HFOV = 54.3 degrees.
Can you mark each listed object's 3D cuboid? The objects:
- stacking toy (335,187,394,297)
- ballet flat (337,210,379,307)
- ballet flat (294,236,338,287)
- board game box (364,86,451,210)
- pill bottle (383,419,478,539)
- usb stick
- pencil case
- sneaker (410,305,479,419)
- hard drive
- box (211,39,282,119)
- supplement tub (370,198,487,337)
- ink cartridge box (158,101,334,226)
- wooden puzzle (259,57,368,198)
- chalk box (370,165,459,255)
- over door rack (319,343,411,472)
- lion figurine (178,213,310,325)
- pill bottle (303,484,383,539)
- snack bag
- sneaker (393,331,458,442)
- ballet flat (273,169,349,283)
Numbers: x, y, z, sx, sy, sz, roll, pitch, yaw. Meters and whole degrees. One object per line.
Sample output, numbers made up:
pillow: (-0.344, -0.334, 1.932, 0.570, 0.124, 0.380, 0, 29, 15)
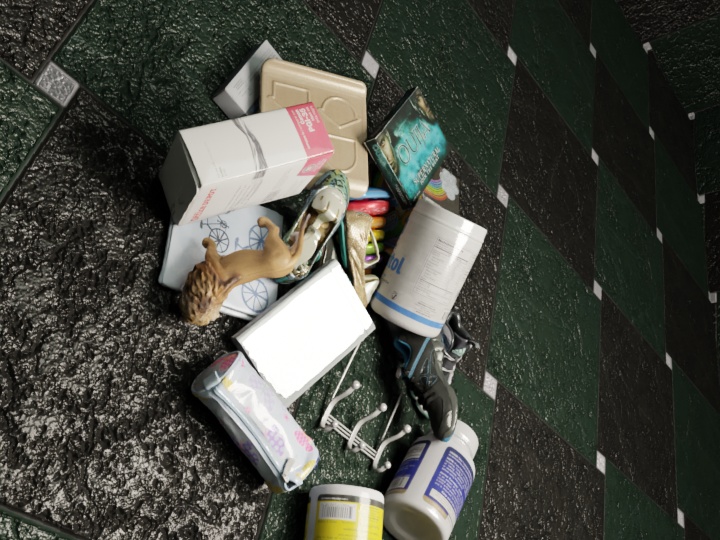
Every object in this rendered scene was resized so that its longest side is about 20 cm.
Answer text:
stacking toy: (0.002, -0.040, 1.206, 0.109, 0.115, 0.202, -6, 91, -48)
ballet flat: (0.000, 0.000, 1.143, 0.065, 0.071, 0.202, -7, 114, -12)
ballet flat: (-0.072, 0.001, 1.125, 0.068, 0.068, 0.202, 25, 67, -52)
board game box: (0.086, -0.215, 1.213, 0.136, 0.028, 0.200, 57, 41, -23)
pill bottle: (0.122, 0.345, 1.163, 0.120, 0.119, 0.200, 57, 42, -16)
usb stick: (0.058, 0.065, 1.255, 0.055, 0.033, 0.201, -16, 84, -31)
pencil case: (-0.141, 0.205, 0.943, 0.201, 0.083, 0.091, 56, 20, -16)
sneaker: (0.157, 0.161, 1.257, 0.077, 0.139, 0.202, 10, 68, -47)
hard drive: (-0.080, 0.093, 1.046, 0.200, 0.027, 0.132, -39, 110, -27)
box: (-0.135, -0.258, 1.167, 0.200, 0.041, 0.156, 50, 45, -25)
supplement tub: (0.111, -0.003, 1.167, 0.131, 0.132, 0.201, 19, 97, -43)
ink cartridge box: (-0.157, -0.143, 0.949, 0.199, 0.146, 0.083, -20, 83, -30)
wooden puzzle: (-0.078, -0.222, 1.123, 0.184, 0.046, 0.202, 8, 74, -25)
chalk box: (0.103, -0.092, 1.312, 0.124, 0.123, 0.202, 27, 57, -41)
over door rack: (0.023, 0.203, 1.147, 0.148, 0.066, 0.201, 45, 46, -29)
lion figurine: (-0.150, -0.005, 0.932, 0.123, 0.199, 0.073, -108, 171, -52)
pill bottle: (-0.028, 0.409, 0.973, 0.111, 0.111, 0.201, 29, 55, -39)
snack bag: (-0.198, -0.029, 1.019, 0.199, 0.021, 0.190, 23, 58, -39)
sneaker: (0.107, 0.193, 1.178, 0.081, 0.073, 0.201, 1, 54, -19)
ballet flat: (-0.065, -0.065, 1.049, 0.074, 0.074, 0.201, 36, 76, -34)
